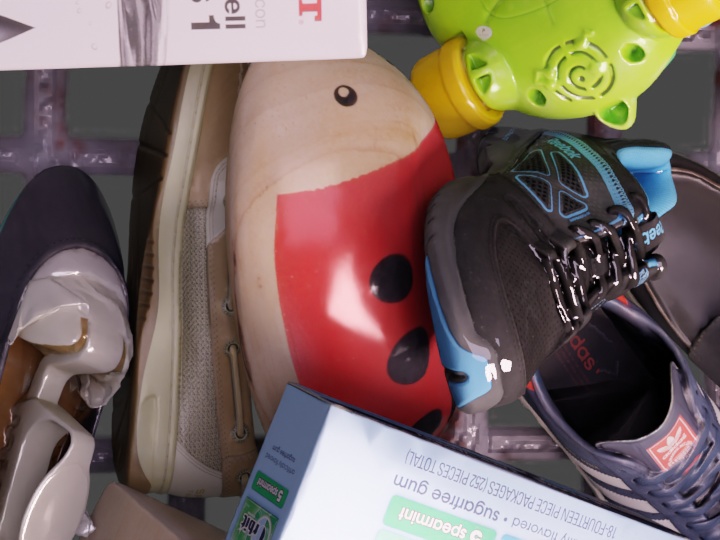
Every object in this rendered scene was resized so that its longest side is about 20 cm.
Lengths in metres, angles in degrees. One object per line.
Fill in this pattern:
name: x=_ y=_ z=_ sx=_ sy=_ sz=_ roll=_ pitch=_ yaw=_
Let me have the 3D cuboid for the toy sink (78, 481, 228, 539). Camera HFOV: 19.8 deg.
toy sink: x=-0.035 y=0.191 z=0.836 sx=0.199 sy=0.112 sz=0.131 roll=28 pitch=88 yaw=-26

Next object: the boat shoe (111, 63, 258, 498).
boat shoe: x=-0.062 y=-0.005 z=0.854 sx=0.063 sy=0.073 sz=0.202 roll=5 pitch=94 yaw=-15

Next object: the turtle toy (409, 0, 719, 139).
turtle toy: x=0.078 y=-0.153 z=0.853 sx=0.145 sy=0.101 sz=0.201 roll=-22 pitch=85 yaw=30

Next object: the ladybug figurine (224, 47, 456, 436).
ladybug figurine: x=0.000 y=0.000 z=0.827 sx=0.071 sy=0.136 sz=0.201 roll=3 pitch=119 yaw=21

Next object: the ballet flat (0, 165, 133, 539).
ballet flat: x=-0.124 y=0.053 z=0.824 sx=0.073 sy=0.073 sz=0.202 roll=18 pitch=75 yaw=-11

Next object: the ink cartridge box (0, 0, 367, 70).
ink cartridge box: x=-0.095 y=-0.150 z=0.738 sx=0.198 sy=0.084 sz=0.147 roll=-3 pitch=109 yaw=-3

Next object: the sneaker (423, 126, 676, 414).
sneaker: x=0.076 y=-0.011 z=0.803 sx=0.081 sy=0.200 sz=0.074 roll=-3 pitch=116 yaw=17

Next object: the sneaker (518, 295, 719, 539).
sneaker: x=0.132 y=0.078 z=0.887 sx=0.200 sy=0.084 sz=0.075 roll=42 pitch=84 yaw=-10

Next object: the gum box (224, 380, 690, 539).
gum box: x=0.013 y=0.164 z=0.766 sx=0.169 sy=0.044 sz=0.201 roll=22 pitch=89 yaw=-27

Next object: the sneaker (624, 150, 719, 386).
sneaker: x=0.187 y=0.025 z=0.885 sx=0.075 sy=0.106 sz=0.200 roll=-45 pitch=100 yaw=-6
